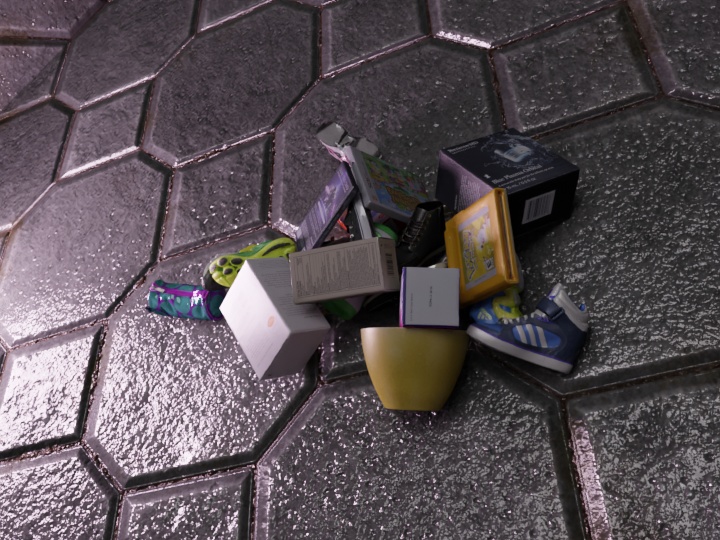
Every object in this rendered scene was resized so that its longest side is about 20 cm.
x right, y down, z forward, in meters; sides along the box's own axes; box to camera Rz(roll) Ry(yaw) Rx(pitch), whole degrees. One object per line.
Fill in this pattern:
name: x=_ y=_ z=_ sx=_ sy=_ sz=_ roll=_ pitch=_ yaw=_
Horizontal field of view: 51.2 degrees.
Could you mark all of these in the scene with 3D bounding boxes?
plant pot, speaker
plant pot: x=0.098 y=0.180 z=1.362 sx=0.199 sy=0.200 sz=0.143 roll=-3 pitch=82 yaw=27
speaker: x=0.000 y=0.000 z=1.554 sx=0.088 sy=0.089 sz=0.200 roll=17 pitch=66 yaw=36

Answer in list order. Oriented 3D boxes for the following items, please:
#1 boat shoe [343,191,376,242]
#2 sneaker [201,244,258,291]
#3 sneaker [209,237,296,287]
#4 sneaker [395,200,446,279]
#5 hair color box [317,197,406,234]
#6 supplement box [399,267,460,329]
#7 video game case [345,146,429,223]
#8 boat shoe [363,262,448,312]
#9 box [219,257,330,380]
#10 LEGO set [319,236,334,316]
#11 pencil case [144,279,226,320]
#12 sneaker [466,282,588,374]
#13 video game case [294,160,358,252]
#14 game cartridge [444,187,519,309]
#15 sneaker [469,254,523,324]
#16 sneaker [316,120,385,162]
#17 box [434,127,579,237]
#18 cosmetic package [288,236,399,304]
boat shoe: x=-0.006 y=-0.094 z=1.526 sx=0.056 sy=0.069 sz=0.201 roll=-22 pitch=52 yaw=11
sneaker: x=-0.271 y=-0.002 z=1.707 sx=0.084 sy=0.075 sz=0.200 roll=27 pitch=39 yaw=30
sneaker: x=-0.230 y=-0.017 z=1.638 sx=0.199 sy=0.084 sz=0.074 roll=-17 pitch=94 yaw=5
sneaker: x=0.099 y=-0.065 z=1.517 sx=0.075 sy=0.107 sz=0.200 roll=21 pitch=41 yaw=38
hair color box: x=0.002 y=-0.135 z=1.702 sx=0.111 sy=0.064 sz=0.200 roll=-42 pitch=47 yaw=-2
supplement box: x=0.121 y=0.057 z=1.358 sx=0.103 sy=0.200 sz=0.102 roll=2 pitch=83 yaw=1
video game case: x=0.071 y=-0.172 z=1.610 sx=0.022 sy=0.199 sz=0.183 roll=-48 pitch=41 yaw=31
boat shoe: x=0.098 y=0.053 z=1.514 sx=0.199 sy=0.074 sz=0.066 roll=-27 pitch=78 yaw=19
box: x=-0.178 y=0.096 z=1.540 sx=0.200 sy=0.106 sz=0.152 roll=55 pitch=128 yaw=28
LEGO set: x=-0.123 y=0.018 z=1.625 sx=0.153 sy=0.116 sz=0.201 roll=-14 pitch=52 yaw=20
pencil case: x=-0.409 y=0.069 z=1.766 sx=0.199 sy=0.092 sz=0.085 roll=3 pitch=59 yaw=29
sneaker: x=0.299 y=0.083 z=1.316 sx=0.199 sy=0.081 sz=0.147 roll=20 pitch=86 yaw=2
video game case: x=-0.074 y=-0.122 z=1.580 sx=0.200 sy=0.019 sz=0.143 roll=-54 pitch=25 yaw=19
game cartridge: x=0.216 y=-0.035 z=1.390 sx=0.200 sy=0.032 sz=0.177 roll=145 pitch=124 yaw=-61
sneaker: x=0.254 y=0.048 z=1.424 sx=0.105 sy=0.076 sz=0.201 roll=-10 pitch=54 yaw=23
sneaker: x=-0.014 y=-0.282 z=1.809 sx=0.080 sy=0.086 sz=0.200 roll=-45 pitch=70 yaw=-4
box: x=0.285 y=-0.172 z=1.483 sx=0.196 sy=0.118 sz=0.200 roll=-20 pitch=42 yaw=-26
cosmetic package: x=-0.032 y=0.003 z=1.439 sx=0.199 sy=0.073 sz=0.104 roll=-9 pitch=84 yaw=28
